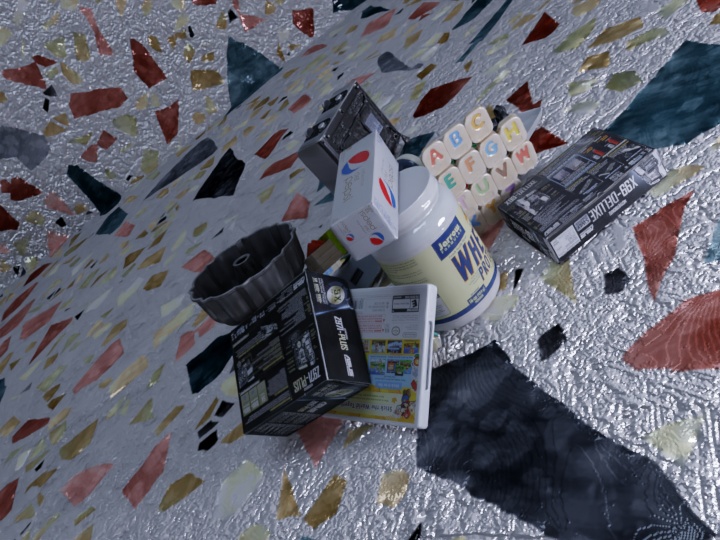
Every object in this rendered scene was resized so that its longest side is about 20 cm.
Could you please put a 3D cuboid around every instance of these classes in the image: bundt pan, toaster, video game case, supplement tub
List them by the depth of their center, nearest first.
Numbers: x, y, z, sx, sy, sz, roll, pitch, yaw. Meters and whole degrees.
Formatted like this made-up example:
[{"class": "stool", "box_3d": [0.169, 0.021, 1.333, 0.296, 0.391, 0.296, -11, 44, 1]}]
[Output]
[{"class": "video game case", "box_3d": [0.022, 0.116, 1.045, 0.197, 0.023, 0.187, -5, 76, 47]}, {"class": "supplement tub", "box_3d": [0.097, -0.030, 1.080, 0.143, 0.201, 0.146, -28, 28, 17]}, {"class": "bundt pan", "box_3d": [-0.171, 0.013, 1.202, 0.198, 0.077, 0.203, -26, 24, 12]}, {"class": "toaster", "box_3d": [-0.017, -0.270, 1.620, 0.117, 0.200, 0.183, -5, 49, 50]}]

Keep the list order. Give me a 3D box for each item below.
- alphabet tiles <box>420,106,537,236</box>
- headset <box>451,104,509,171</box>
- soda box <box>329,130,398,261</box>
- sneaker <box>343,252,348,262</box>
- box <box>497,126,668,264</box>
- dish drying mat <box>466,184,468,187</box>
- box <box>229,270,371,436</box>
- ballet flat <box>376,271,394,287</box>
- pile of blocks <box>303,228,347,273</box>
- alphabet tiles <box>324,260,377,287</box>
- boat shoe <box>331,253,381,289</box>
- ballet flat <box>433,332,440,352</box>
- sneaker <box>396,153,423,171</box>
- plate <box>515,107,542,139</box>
[{"class": "alphabet tiles", "box_3d": [0.177, -0.142, 1.152, 0.198, 0.197, 0.015, -37, 38, 0]}, {"class": "headset", "box_3d": [0.209, -0.221, 1.243, 0.123, 0.095, 0.198, -33, -5, 41]}, {"class": "soda box", "box_3d": [0.008, -0.105, 1.012, 0.067, 0.064, 0.202, -28, 29, 21]}, {"class": "sneaker", "box_3d": [0.063, -0.042, 1.292, 0.196, 0.077, 0.086, -20, 63, 13]}, {"class": "box", "box_3d": [0.316, -0.115, 1.099, 0.199, 0.050, 0.158, -39, 27, 0]}, {"class": "dish drying mat", "box_3d": [0.117, -0.116, 1.261, 0.199, 0.018, 0.076, -38, 47, -23]}, {"class": "box", "box_3d": [-0.093, 0.124, 1.090, 0.199, 0.085, 0.167, -37, 55, 36]}, {"class": "ballet flat", "box_3d": [0.078, -0.007, 1.201, 0.201, 0.070, 0.069, -52, 30, -20]}, {"class": "pile of blocks", "box_3d": [-0.022, -0.070, 1.198, 0.199, 0.063, 0.082, -41, 3, -11]}, {"class": "alphabet tiles", "box_3d": [-0.039, 0.031, 1.364, 0.199, 0.015, 0.196, -40, 27, 1]}, {"class": "boat shoe", "box_3d": [-0.002, -0.002, 1.235, 0.068, 0.073, 0.201, -49, -8, -41]}, {"class": "ballet flat", "box_3d": [0.038, 0.128, 1.088, 0.197, 0.067, 0.064, -13, 64, 47]}, {"class": "sneaker", "box_3d": [0.060, -0.152, 1.438, 0.085, 0.075, 0.199, -55, 12, -26]}, {"class": "plate", "box_3d": [0.223, -0.203, 1.369, 0.197, 0.032, 0.202, -9, 41, 47]}]
